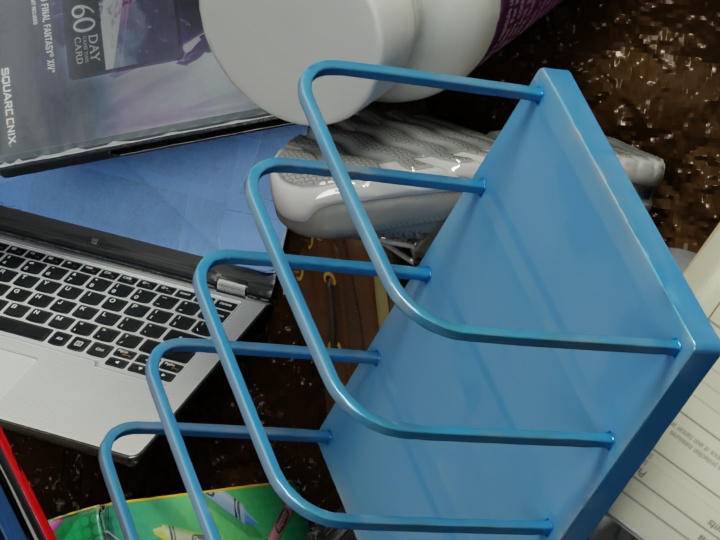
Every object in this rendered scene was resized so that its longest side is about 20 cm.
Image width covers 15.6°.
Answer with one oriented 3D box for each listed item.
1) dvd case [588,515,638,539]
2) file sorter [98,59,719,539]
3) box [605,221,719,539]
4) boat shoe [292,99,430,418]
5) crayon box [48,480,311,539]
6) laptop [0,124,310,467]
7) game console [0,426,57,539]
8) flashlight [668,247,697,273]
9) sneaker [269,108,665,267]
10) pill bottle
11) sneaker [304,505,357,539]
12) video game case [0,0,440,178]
[{"bbox_3d":[0.198,0.095,1.026,0.199,0.025,0.151,14,62,22],"label":"dvd case"},{"bbox_3d":[0.007,0.042,0.928,0.200,0.122,0.139,-59,41,35],"label":"file sorter"},{"bbox_3d":[0.164,0.019,0.963,0.095,0.078,0.200,37,94,-1],"label":"box"},{"bbox_3d":[0.000,0.000,1.106,0.067,0.072,0.202,-4,102,26],"label":"boat shoe"},{"bbox_3d":[-0.107,0.134,1.088,0.118,0.200,0.059,-19,82,19],"label":"crayon box"},{"bbox_3d":[-0.135,-0.035,1.156,0.186,0.200,0.117,13,126,22],"label":"laptop"},{"bbox_3d":[-0.152,0.129,0.935,0.172,0.119,0.201,-31,78,18],"label":"game console"},{"bbox_3d":[0.185,0.008,1.031,0.199,0.068,0.068,-13,51,6],"label":"flashlight"},{"bbox_3d":[0.045,-0.014,1.042,0.075,0.199,0.083,26,108,46],"label":"sneaker"},{"bbox_3d":[0.025,-0.134,1.037,0.112,0.200,0.113,17,125,26],"label":"pill bottle"},{"bbox_3d":[0.001,0.175,1.105,0.074,0.079,0.201,28,105,30],"label":"sneaker"},{"bbox_3d":[-0.072,-0.128,1.153,0.199,0.019,0.144,-10,76,10],"label":"video game case"}]
